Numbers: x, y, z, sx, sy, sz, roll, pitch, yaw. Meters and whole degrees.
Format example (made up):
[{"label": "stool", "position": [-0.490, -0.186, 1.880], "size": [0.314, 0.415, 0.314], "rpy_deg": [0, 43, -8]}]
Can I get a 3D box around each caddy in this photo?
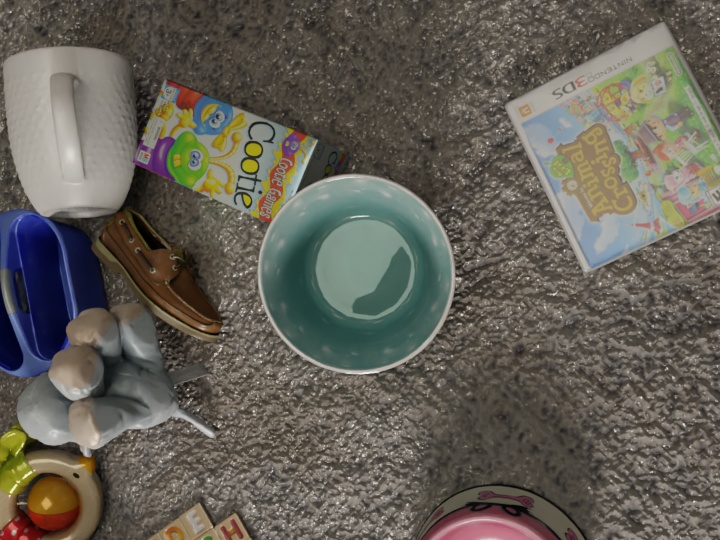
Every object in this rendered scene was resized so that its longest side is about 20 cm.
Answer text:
[{"label": "caddy", "position": [-0.392, 0.027, 1.104], "size": [0.141, 0.105, 0.200], "rpy_deg": [-16, 82, 17]}]

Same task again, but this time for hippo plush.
[{"label": "hippo plush", "position": [-0.298, 0.127, 1.048], "size": [0.161, 0.200, 0.160], "rpy_deg": [-16, 76, 35]}]

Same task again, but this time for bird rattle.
[{"label": "bird rattle", "position": [-0.390, 0.284, 1.095], "size": [0.163, 0.113, 0.201], "rpy_deg": [1, 89, 0]}]

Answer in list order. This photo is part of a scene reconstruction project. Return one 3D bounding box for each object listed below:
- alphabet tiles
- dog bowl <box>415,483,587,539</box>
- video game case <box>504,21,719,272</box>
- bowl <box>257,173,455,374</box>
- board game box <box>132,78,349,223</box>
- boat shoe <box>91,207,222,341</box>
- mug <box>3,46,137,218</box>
[{"label": "alphabet tiles", "position": [-0.194, 0.376, 1.070], "size": [0.200, 0.008, 0.167], "rpy_deg": [-37, 76, 13]}, {"label": "dog bowl", "position": [0.137, 0.323, 0.931], "size": [0.200, 0.074, 0.201], "rpy_deg": [-1, 86, 19]}, {"label": "video game case", "position": [0.271, -0.125, 0.943], "size": [0.182, 0.022, 0.200], "rpy_deg": [-26, 79, 15]}, {"label": "bowl", "position": [0.000, 0.000, 0.967], "size": [0.200, 0.105, 0.201], "rpy_deg": [0, 95, 6]}, {"label": "board game box", "position": [-0.132, -0.124, 1.031], "size": [0.200, 0.103, 0.105], "rpy_deg": [23, 94, 18]}, {"label": "boat shoe", "position": [-0.230, 0.002, 1.072], "size": [0.200, 0.072, 0.068], "rpy_deg": [38, 98, 16]}, {"label": "mug", "position": [-0.329, -0.156, 1.051], "size": [0.147, 0.200, 0.176], "rpy_deg": [-4, 87, -13]}]
